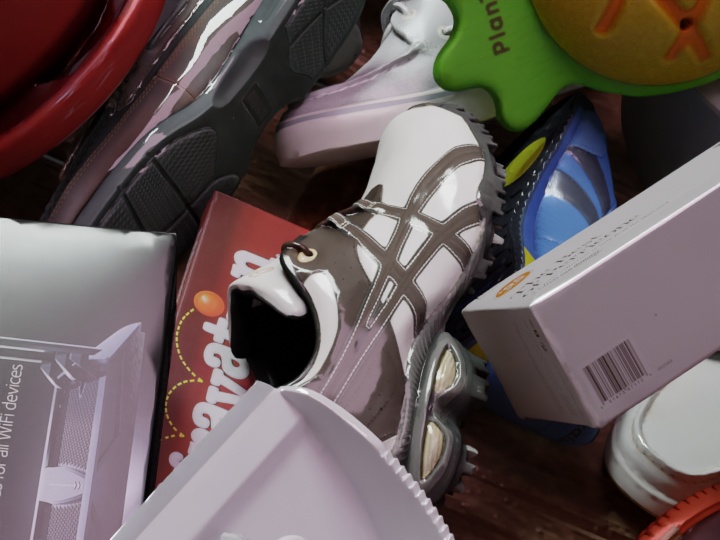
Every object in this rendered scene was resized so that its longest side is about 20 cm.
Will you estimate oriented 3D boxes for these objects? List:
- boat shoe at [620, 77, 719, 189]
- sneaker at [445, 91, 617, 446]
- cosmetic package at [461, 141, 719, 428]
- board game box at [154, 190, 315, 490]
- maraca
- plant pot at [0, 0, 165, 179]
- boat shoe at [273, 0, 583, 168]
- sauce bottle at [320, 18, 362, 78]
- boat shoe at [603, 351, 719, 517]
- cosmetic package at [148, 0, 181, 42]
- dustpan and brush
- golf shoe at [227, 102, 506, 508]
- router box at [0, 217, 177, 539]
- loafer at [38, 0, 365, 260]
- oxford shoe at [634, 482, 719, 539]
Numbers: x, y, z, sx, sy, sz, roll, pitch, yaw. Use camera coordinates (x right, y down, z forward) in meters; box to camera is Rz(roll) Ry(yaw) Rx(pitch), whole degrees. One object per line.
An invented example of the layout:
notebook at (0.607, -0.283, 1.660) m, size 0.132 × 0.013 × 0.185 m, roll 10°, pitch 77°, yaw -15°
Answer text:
boat shoe at (0.189, -0.049, 0.844) m, size 0.063 × 0.072 × 0.200 m, roll -10°, pitch 25°, yaw -24°
sneaker at (0.086, -0.001, 0.810) m, size 0.078 × 0.066 × 0.201 m, roll 39°, pitch 35°, yaw -15°
cosmetic package at (0.136, -0.019, 0.652) m, size 0.199 × 0.083 × 0.051 m, roll -32°, pitch 93°, yaw -13°
board game box at (-0.032, 0.062, 0.706) m, size 0.102 × 0.020 × 0.201 m, roll 22°, pitch 45°, yaw -10°
maraca at (0.114, -0.138, 0.809) m, size 0.198 × 0.138 × 0.107 m, roll -22°, pitch 15°, yaw -13°
plant pot at (-0.185, -0.139, 0.728) m, size 0.199 × 0.183 × 0.202 m, roll -18°, pitch 48°, yaw 21°
boat shoe at (0.043, -0.099, 0.852) m, size 0.198 × 0.072 × 0.069 m, roll -20°, pitch 91°, yaw -21°
sauce bottle at (-0.030, -0.176, 0.937) m, size 0.065 × 0.066 × 0.201 m, roll 4°, pitch 43°, yaw -15°
boat shoe at (0.175, 0.033, 0.789) m, size 0.071 × 0.070 × 0.199 m, roll 40°, pitch 47°, yaw 20°
cosmetic package at (-0.124, -0.184, 0.888) m, size 0.074 × 0.102 × 0.200 m, roll -22°, pitch 57°, yaw -35°
dustpan and brush at (0.012, 0.139, 0.570) m, size 0.201 × 0.057 × 0.140 m, roll 51°, pitch 48°, yaw -9°
golf shoe at (0.000, 0.000, 0.708) m, size 0.094 × 0.078 × 0.201 m, roll 21°, pitch 45°, yaw -14°
router box at (-0.145, 0.076, 0.604) m, size 0.155 × 0.052 × 0.202 m, roll 6°, pitch 57°, yaw -2°
loafer at (-0.076, -0.068, 0.782) m, size 0.063 × 0.072 × 0.200 m, roll 29°, pitch 69°, yaw 27°
oxford shoe at (0.105, 0.139, 0.663) m, size 0.199 × 0.071 × 0.073 m, roll -32°, pitch 65°, yaw -28°
